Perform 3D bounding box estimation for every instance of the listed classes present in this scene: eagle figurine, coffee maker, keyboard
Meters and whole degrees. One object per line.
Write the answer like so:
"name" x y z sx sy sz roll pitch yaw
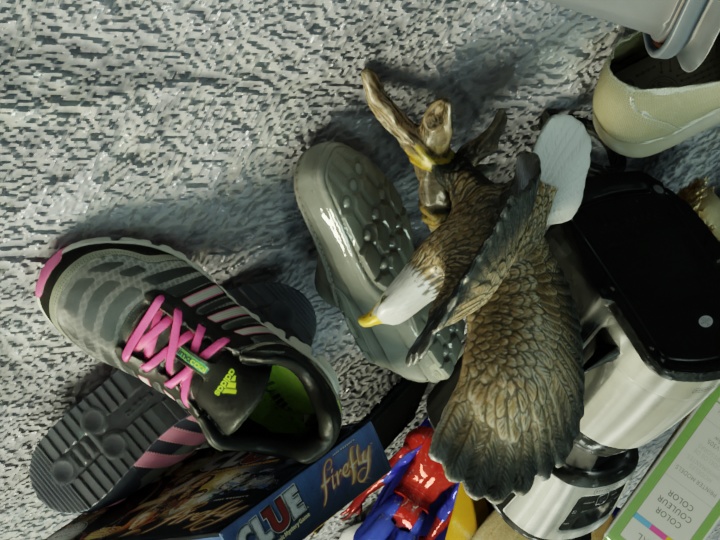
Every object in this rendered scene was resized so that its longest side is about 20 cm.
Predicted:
"eagle figurine" 0.064 0.004 0.950 0.151 0.201 0.151 14 122 -27
"coffee maker" 0.137 0.043 1.109 0.134 0.193 0.200 10 139 -23
"keyboard" -0.021 0.127 1.185 0.200 0.039 0.105 -41 160 -44

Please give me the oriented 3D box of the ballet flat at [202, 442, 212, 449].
"ballet flat" -0.077 0.133 1.180 0.069 0.070 0.201 -10 141 -30

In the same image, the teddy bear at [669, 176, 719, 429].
"teddy bear" 0.208 0.025 1.186 0.066 0.146 0.200 -3 165 -4

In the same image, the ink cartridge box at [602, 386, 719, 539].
"ink cartridge box" 0.212 0.162 1.195 0.201 0.059 0.104 -54 168 -6

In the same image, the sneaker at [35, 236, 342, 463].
"sneaker" -0.086 0.048 0.975 0.199 0.087 0.074 32 97 -25

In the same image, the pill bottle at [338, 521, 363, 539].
"pill bottle" 0.090 0.228 1.393 0.199 0.111 0.112 -15 144 -25

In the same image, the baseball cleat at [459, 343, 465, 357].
"baseball cleat" 0.154 0.070 1.272 0.199 0.070 0.107 9 130 -47

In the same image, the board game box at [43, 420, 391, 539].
"board game box" -0.095 0.145 1.054 0.199 0.035 0.135 -15 -167 45

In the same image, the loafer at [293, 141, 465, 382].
"loafer" 0.000 0.000 1.052 0.069 0.070 0.201 1 141 28

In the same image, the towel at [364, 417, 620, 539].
"towel" 0.101 0.198 1.313 0.200 0.049 0.148 36 84 -23

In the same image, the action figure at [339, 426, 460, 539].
"action figure" 0.025 0.176 1.228 0.201 0.065 0.052 -56 -175 -11

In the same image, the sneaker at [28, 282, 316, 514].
"sneaker" -0.111 0.076 1.083 0.199 0.070 0.082 -33 169 1

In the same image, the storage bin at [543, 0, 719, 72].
"storage bin" 0.120 -0.216 0.820 0.133 0.146 0.201 11 135 -11

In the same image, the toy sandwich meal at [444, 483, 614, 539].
"toy sandwich meal" 0.104 0.204 1.238 0.204 0.070 0.207 -27 131 -35

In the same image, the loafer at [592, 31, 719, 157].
"loafer" 0.227 -0.137 1.048 0.199 0.076 0.068 -32 154 3
